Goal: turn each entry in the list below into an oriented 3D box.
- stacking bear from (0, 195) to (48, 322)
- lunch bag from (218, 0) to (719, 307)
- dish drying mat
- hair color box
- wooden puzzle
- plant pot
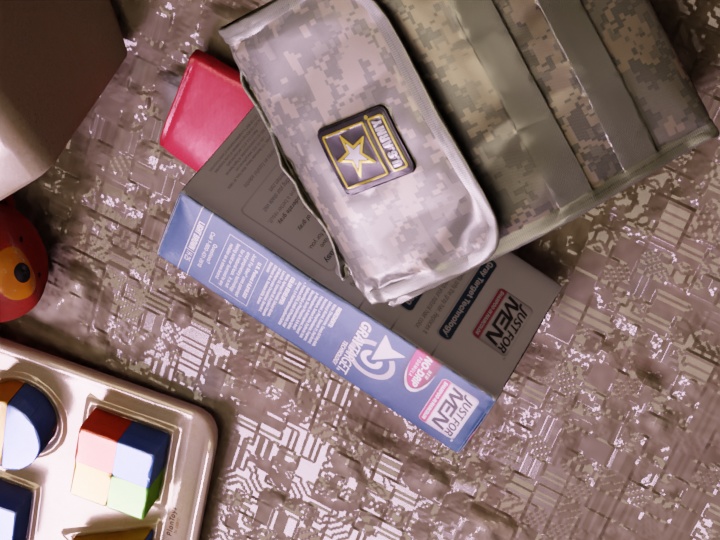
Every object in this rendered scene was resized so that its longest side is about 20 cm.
[{"bbox_3d":[-0.273,0.030,1.106,0.113,0.200,0.122,4,125,52],"label":"stacking bear"},{"bbox_3d":[0.047,-0.093,0.914,0.199,0.118,0.165,-29,103,2],"label":"lunch bag"},{"bbox_3d":[-0.022,-0.050,1.063,0.199,0.018,0.077,31,125,5],"label":"dish drying mat"},{"bbox_3d":[0.000,0.000,1.003,0.199,0.100,0.061,33,139,4],"label":"hair color box"},{"bbox_3d":[-0.199,0.147,1.218,0.199,0.046,0.187,21,121,13],"label":"wooden puzzle"},{"bbox_3d":[-0.250,-0.129,1.025,0.199,0.201,0.177,-26,114,31],"label":"plant pot"}]
